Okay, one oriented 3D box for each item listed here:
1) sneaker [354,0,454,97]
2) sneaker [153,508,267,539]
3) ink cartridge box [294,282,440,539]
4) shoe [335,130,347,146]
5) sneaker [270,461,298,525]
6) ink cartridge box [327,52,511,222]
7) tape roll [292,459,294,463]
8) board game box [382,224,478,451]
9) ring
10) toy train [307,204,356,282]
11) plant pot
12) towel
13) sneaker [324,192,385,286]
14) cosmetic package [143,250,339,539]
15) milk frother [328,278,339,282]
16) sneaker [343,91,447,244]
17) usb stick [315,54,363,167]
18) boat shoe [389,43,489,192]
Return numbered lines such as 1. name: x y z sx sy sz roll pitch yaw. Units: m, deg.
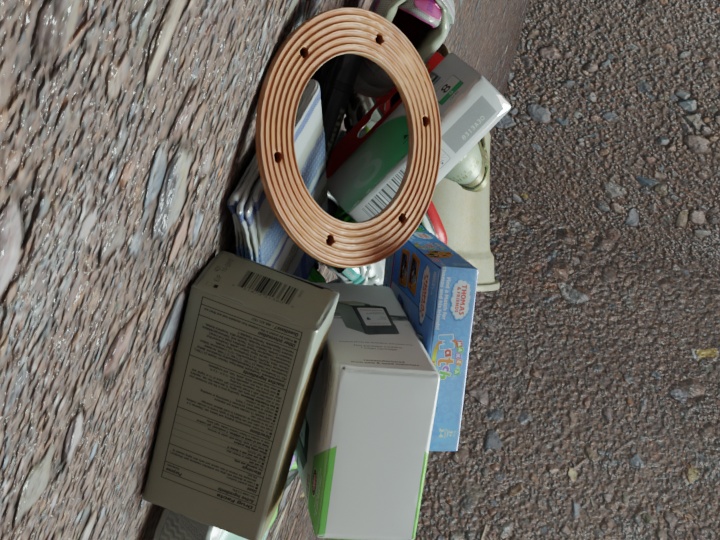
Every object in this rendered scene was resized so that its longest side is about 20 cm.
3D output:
1. sneaker: 0.053 -0.247 1.380 0.088 0.081 0.201 24 -83 65
2. sneaker: -0.104 0.175 1.336 0.201 0.073 0.118 -64 156 -13
3. ink cartridge box: -0.003 0.110 1.269 0.200 0.084 0.146 -118 -146 -70
4. shoe: 0.008 -0.064 1.614 0.200 0.091 0.072 99 13 -59
5. sneaker: -0.111 0.222 1.614 0.084 0.077 0.200 -54 180 28
6. ink cartridge box: 0.029 -0.128 1.370 0.161 0.050 0.200 -46 -149 4
7. tape roll: -0.076 0.105 1.530 0.200 0.065 0.201 19 90 -84
8. board game box: 0.052 0.051 1.322 0.200 0.036 0.152 -129 -136 -74
9. ring: -0.009 -0.102 1.206 0.200 0.019 0.202 -3 95 -46
10. toy train: -0.015 -0.028 1.390 0.200 0.042 0.056 -44 -162 -2
11. plant pot: 0.072 -0.083 1.781 0.200 0.199 0.185 -29 126 -80
12. towel: -0.063 -0.042 1.259 0.200 0.024 0.147 87 24 -53
13. sneaker: 0.000 0.000 1.476 0.075 0.201 0.088 -31 180 18
14. cosmetic package: -0.093 0.098 1.196 0.071 0.105 0.201 -59 168 -62
15. milk frother: -0.018 0.120 1.821 0.188 0.180 0.201 -18 -103 54
16. sneaker: 0.051 -0.105 1.487 0.077 0.085 0.201 110 -36 -59
17. usb stick: -0.036 -0.120 1.345 0.055 0.032 0.201 -19 128 -83
18. boat shoe: 0.076 -0.141 1.435 0.073 0.063 0.200 -37 -149 22
